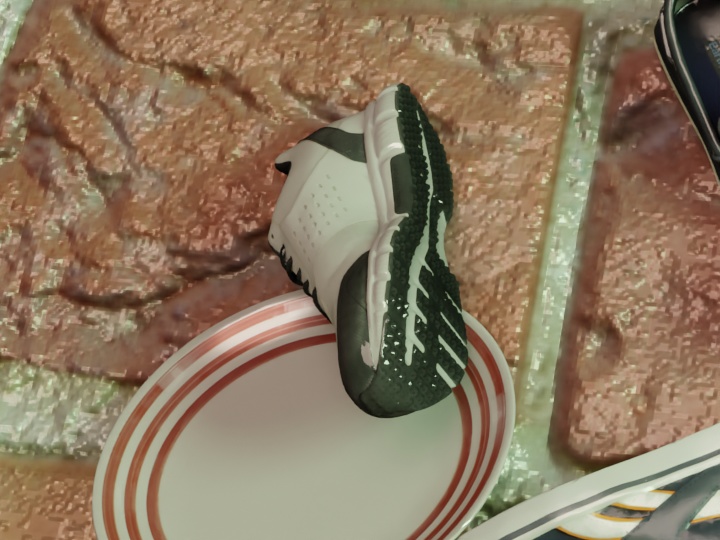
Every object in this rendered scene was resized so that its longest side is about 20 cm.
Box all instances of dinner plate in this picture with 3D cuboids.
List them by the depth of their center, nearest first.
[{"bbox_3d":[-0.024,0.084,1.182,0.199,0.024,0.201,-14,43,13],"label":"dinner plate"}]

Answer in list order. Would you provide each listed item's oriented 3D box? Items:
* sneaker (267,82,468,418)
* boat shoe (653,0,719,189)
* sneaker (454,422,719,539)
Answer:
[{"bbox_3d":[0.000,0.000,1.199,0.080,0.074,0.201,-22,35,16],"label":"sneaker"},{"bbox_3d":[0.191,-0.060,1.192,0.074,0.062,0.201,-28,63,0],"label":"boat shoe"},{"bbox_3d":[0.125,0.121,1.117,0.199,0.078,0.080,-24,70,11],"label":"sneaker"}]
